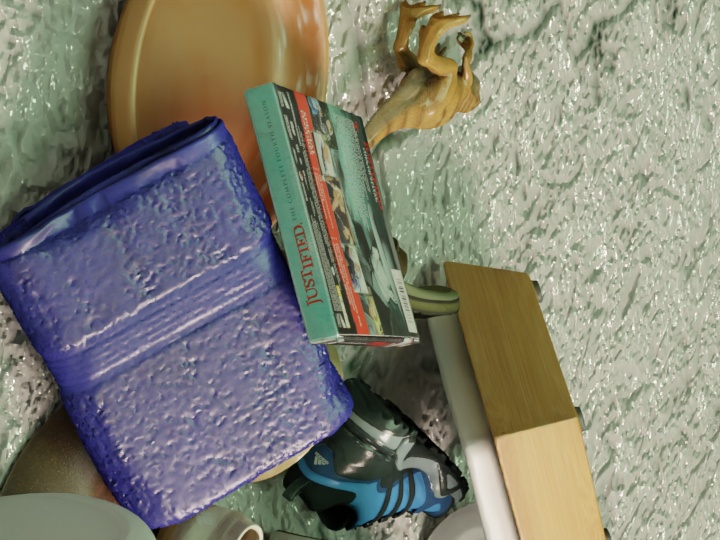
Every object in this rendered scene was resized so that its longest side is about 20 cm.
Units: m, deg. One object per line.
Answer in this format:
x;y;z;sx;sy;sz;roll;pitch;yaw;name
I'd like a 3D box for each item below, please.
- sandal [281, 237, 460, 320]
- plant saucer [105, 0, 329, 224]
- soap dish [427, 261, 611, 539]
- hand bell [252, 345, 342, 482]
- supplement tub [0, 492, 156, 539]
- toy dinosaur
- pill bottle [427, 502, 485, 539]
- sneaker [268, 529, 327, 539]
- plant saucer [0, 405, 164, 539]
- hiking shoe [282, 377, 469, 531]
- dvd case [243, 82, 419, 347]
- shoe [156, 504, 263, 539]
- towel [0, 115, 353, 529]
0.000;0.000;1.651;0.201;0.080;0.057;19;68;-58;sandal
-0.085;-0.110;1.513;0.200;0.037;0.201;-25;120;-55;plant saucer
0.105;0.105;1.754;0.200;0.081;0.158;-104;178;-55;soap dish
-0.107;0.028;1.487;0.200;0.104;0.104;44;61;-41;hand bell
-0.168;0.229;1.367;0.140;0.140;0.200;-29;122;-53;supplement tub
0.039;-0.114;1.695;0.200;0.060;0.106;-27;122;-53;toy dinosaur
0.129;0.239;1.890;0.200;0.111;0.112;33;70;-57;pill bottle
-0.008;0.228;1.697;0.200;0.073;0.085;45;58;-55;sneaker
-0.141;0.167;1.498;0.200;0.037;0.201;-21;115;-55;plant saucer
0.005;0.131;1.716;0.087;0.074;0.200;-46;152;0;hiking shoe
-0.013;-0.027;1.508;0.200;0.022;0.146;5;70;-75;dvd case
-0.106;0.227;1.485;0.070;0.053;0.200;35;68;-56;shoe
-0.103;0.029;1.433;0.147;0.050;0.200;-29;115;-9;towel
